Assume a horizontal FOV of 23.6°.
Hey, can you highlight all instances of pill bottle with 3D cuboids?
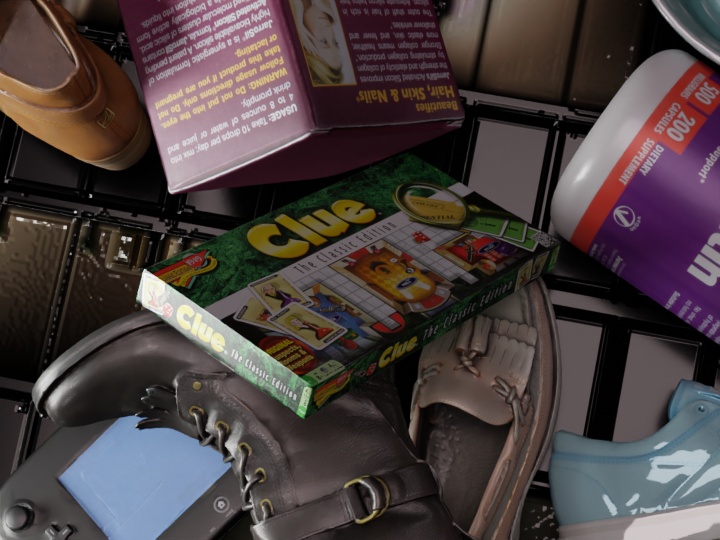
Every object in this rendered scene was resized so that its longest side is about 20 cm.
[{"bbox_3d":[0.201,-0.015,0.855,0.200,0.112,0.112,35,85,10],"label":"pill bottle"}]

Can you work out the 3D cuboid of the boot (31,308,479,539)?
[{"bbox_3d":[-0.049,0.101,0.830,0.200,0.069,0.174,-15,71,1],"label":"boot"}]

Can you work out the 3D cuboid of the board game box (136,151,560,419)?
[{"bbox_3d":[0.000,0.000,0.827,0.105,0.200,0.023,30,126,27],"label":"board game box"}]

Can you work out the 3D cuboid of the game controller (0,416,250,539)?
[{"bbox_3d":[-0.096,0.093,0.895,0.200,0.042,0.104,-44,61,-2],"label":"game controller"}]

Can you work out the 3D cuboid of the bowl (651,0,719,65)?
[{"bbox_3d":[0.231,-0.174,0.882,0.201,0.105,0.201,-1,80,5],"label":"bowl"}]

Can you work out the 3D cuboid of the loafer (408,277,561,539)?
[{"bbox_3d":[0.055,0.086,0.871,0.072,0.063,0.200,6,82,25],"label":"loafer"}]

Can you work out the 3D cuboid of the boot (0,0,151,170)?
[{"bbox_3d":[-0.197,-0.131,0.890,0.200,0.155,0.074,32,85,10],"label":"boot"}]

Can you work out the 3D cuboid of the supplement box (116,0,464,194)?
[{"bbox_3d":[-0.046,-0.150,0.869,0.103,0.131,0.200,-19,84,37],"label":"supplement box"}]

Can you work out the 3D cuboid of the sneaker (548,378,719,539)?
[{"bbox_3d":[0.190,0.089,0.859,0.200,0.074,0.082,-12,83,2],"label":"sneaker"}]
